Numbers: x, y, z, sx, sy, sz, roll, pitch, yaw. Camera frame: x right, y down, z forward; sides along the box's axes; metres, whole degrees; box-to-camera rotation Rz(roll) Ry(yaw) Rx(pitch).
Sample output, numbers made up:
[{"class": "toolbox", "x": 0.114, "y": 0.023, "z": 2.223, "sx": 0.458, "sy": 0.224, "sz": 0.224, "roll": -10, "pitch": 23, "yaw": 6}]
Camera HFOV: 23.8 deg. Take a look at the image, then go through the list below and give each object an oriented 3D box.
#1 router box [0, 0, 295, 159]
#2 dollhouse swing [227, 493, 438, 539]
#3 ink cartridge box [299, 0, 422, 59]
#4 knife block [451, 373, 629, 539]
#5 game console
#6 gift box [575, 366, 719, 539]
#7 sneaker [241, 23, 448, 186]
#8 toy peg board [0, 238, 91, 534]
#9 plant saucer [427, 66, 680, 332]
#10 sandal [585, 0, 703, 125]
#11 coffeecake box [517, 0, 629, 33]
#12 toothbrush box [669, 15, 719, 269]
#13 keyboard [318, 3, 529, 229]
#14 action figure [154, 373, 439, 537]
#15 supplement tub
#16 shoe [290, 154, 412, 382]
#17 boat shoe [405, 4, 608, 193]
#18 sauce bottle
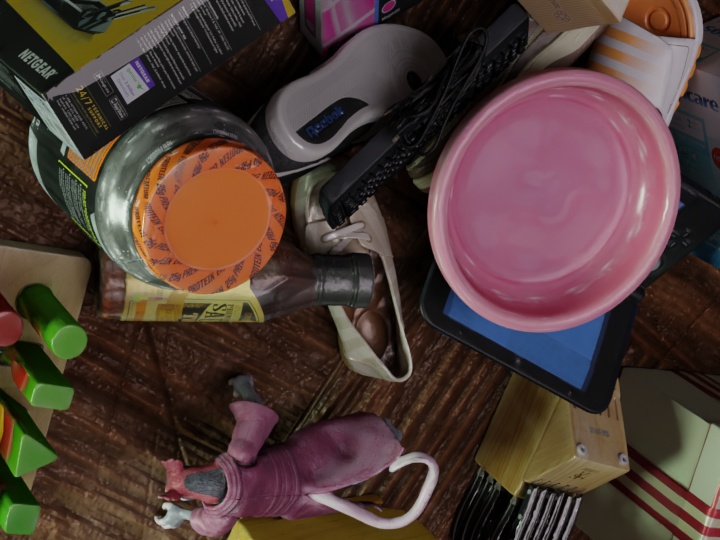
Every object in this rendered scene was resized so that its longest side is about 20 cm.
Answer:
[{"class": "router box", "x": -0.154, "y": -0.160, "z": 1.065, "sx": 0.157, "sy": 0.200, "sz": 0.052, "roll": -37, "pitch": 124, "yaw": -12}, {"class": "dollhouse swing", "x": -0.018, "y": 0.308, "z": 1.330, "sx": 0.181, "sy": 0.200, "sz": 0.176, "roll": -7, "pitch": 112, "yaw": -27}, {"class": "ink cartridge box", "x": 0.003, "y": -0.225, "z": 1.157, "sx": 0.095, "sy": 0.037, "sz": 0.200, "roll": -32, "pitch": 159, "yaw": -13}, {"class": "knife block", "x": 0.142, "y": 0.149, "z": 1.449, "sx": 0.064, "sy": 0.175, "sz": 0.200, "roll": 17, "pitch": 56, "yaw": -34}, {"class": "game console", "x": 0.170, "y": -0.008, "z": 1.333, "sx": 0.200, "sy": 0.118, "sz": 0.171, "roll": 28, "pitch": 128, "yaw": -26}, {"class": "gift box", "x": 0.330, "y": 0.189, "z": 1.483, "sx": 0.200, "sy": 0.187, "sz": 0.185, "roll": 2, "pitch": 109, "yaw": -28}, {"class": "sneaker", "x": -0.029, "y": -0.115, "z": 1.234, "sx": 0.200, "sy": 0.112, "sz": 0.073, "roll": -29, "pitch": 92, "yaw": -47}, {"class": "toy peg board", "x": -0.287, "y": 0.082, "z": 1.153, "sx": 0.199, "sy": 0.098, "sz": 0.200, "roll": 9, "pitch": 105, "yaw": -32}, {"class": "plant saucer", "x": 0.139, "y": -0.055, "z": 1.267, "sx": 0.200, "sy": 0.051, "sz": 0.201, "roll": -7, "pitch": 111, "yaw": -18}, {"class": "sandal", "x": 0.211, "y": -0.135, "z": 1.342, "sx": 0.059, "sy": 0.079, "sz": 0.207, "roll": -18, "pitch": 124, "yaw": -56}, {"class": "coffeecake box", "x": 0.152, "y": -0.297, "z": 1.212, "sx": 0.153, "sy": 0.073, "sz": 0.200, "roll": 41, "pitch": 64, "yaw": -34}, {"class": "toothbrush box", "x": 0.325, "y": -0.091, "z": 1.391, "sx": 0.085, "sy": 0.146, "sz": 0.200, "roll": -26, "pitch": 121, "yaw": -18}, {"class": "keyboard", "x": 0.052, "y": -0.101, "z": 1.204, "sx": 0.200, "sy": 0.040, "sz": 0.104, "roll": -45, "pitch": 164, "yaw": -4}, {"class": "action figure", "x": -0.067, "y": 0.166, "z": 1.287, "sx": 0.200, "sy": 0.149, "sz": 0.134, "roll": -2, "pitch": 117, "yaw": -43}, {"class": "supplement tub", "x": -0.133, "y": -0.063, "z": 1.116, "sx": 0.122, "sy": 0.200, "sz": 0.123, "roll": -11, "pitch": 115, "yaw": -25}, {"class": "shoe", "x": 0.000, "y": 0.000, "z": 1.303, "sx": 0.070, "sy": 0.053, "sz": 0.200, "roll": -26, "pitch": 121, "yaw": -16}, {"class": "boat shoe", "x": 0.098, "y": -0.151, "z": 1.297, "sx": 0.075, "sy": 0.075, "sz": 0.202, "roll": 44, "pitch": 88, "yaw": -9}, {"class": "sauce bottle", "x": -0.090, "y": 0.006, "z": 1.224, "sx": 0.200, "sy": 0.066, "sz": 0.066, "roll": 1, "pitch": 110, "yaw": -12}]
